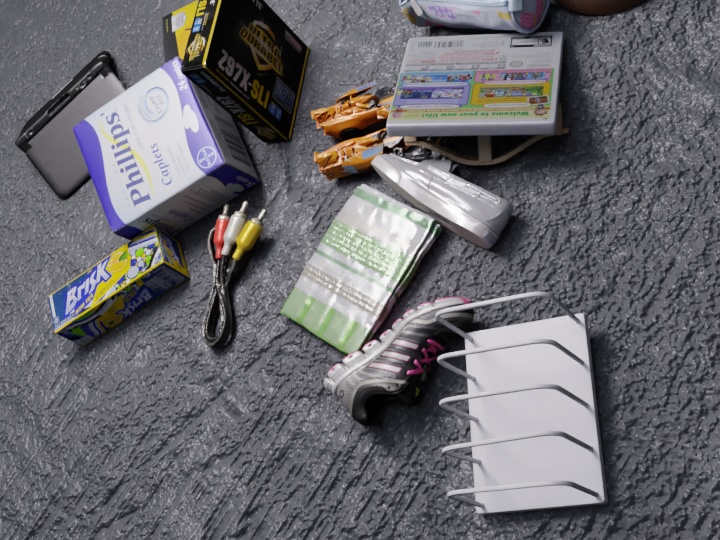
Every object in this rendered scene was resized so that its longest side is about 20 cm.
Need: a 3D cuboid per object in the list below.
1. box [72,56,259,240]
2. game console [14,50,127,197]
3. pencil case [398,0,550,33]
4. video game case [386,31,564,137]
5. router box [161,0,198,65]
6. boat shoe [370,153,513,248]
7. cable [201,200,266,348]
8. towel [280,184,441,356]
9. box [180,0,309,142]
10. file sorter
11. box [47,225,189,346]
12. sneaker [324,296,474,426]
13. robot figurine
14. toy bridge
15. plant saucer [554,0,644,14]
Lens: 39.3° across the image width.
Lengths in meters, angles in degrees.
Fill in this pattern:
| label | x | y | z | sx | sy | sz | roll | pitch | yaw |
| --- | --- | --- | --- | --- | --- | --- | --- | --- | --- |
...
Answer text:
| label | x | y | z | sx | sy | sz | roll | pitch | yaw |
| --- | --- | --- | --- | --- | --- | --- | --- | --- | --- |
| box | -0.277 | -0.165 | 1.431 | 0.200 | 0.105 | 0.184 | -30 | 72 | 17 |
| game console | -0.454 | -0.243 | 1.658 | 0.200 | 0.116 | 0.176 | -41 | 23 | 7 |
| pencil case | 0.144 | -0.353 | 1.300 | 0.200 | 0.091 | 0.083 | 17 | 102 | 41 |
| video game case | 0.143 | -0.228 | 1.232 | 0.200 | 0.022 | 0.182 | 1 | 47 | 14 |
| router box | -0.228 | -0.328 | 1.543 | 0.149 | 0.051 | 0.200 | -21 | 60 | 21 |
| boat shoe | 0.099 | -0.102 | 1.231 | 0.200 | 0.072 | 0.069 | 34 | 83 | 38 |
| cable | -0.192 | 0.002 | 1.363 | 0.097 | 0.050 | 0.200 | 8 | 71 | 34 |
| towel | 0.000 | 0.000 | 1.271 | 0.149 | 0.031 | 0.200 | 29 | 86 | 39 |
| box | -0.154 | -0.293 | 1.391 | 0.049 | 0.200 | 0.160 | -1 | 66 | 32 |
| file sorter | 0.158 | 0.138 | 1.034 | 0.139 | 0.124 | 0.200 | -12 | 68 | 26 |
| box | -0.346 | 0.024 | 1.436 | 0.200 | 0.064 | 0.070 | -31 | 55 | 13 |
| sneaker | 0.056 | 0.109 | 1.155 | 0.200 | 0.074 | 0.088 | -35 | 60 | 10 |
| robot figurine | 0.034 | -0.194 | 1.320 | 0.200 | 0.058 | 0.145 | -18 | 61 | 23 |
| toy bridge | 0.153 | -0.164 | 1.233 | 0.200 | 0.027 | 0.067 | -2 | 106 | 15 |
| plant saucer | 0.295 | -0.417 | 1.232 | 0.200 | 0.034 | 0.201 | 3 | 96 | 24 |
